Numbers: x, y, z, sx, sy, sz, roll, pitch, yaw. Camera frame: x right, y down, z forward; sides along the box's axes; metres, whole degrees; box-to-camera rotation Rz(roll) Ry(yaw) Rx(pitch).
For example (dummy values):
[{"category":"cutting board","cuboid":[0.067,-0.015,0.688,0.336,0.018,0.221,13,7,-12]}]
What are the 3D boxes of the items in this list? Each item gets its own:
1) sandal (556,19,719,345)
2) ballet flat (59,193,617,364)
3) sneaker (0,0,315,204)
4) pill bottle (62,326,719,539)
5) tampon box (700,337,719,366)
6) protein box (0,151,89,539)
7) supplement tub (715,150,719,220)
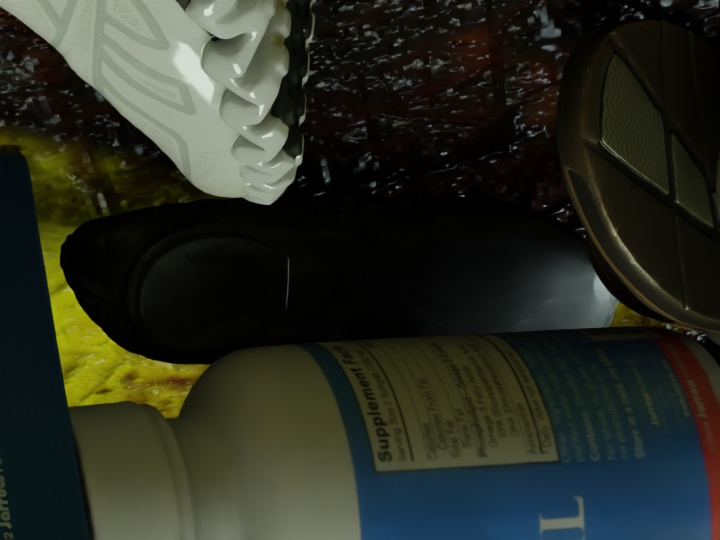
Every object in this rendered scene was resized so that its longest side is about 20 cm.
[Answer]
[{"category":"sandal","cuboid":[0.101,-0.019,0.870,0.054,0.082,0.200,0,170,29]},{"category":"ballet flat","cuboid":[0.000,0.000,0.887,0.199,0.057,0.067,6,107,-35]},{"category":"sneaker","cuboid":[-0.056,-0.078,0.674,0.081,0.076,0.200,-1,154,10]},{"category":"pill bottle","cuboid":[0.008,0.076,0.830,0.199,0.113,0.112,-3,153,-20]},{"category":"tampon box","cuboid":[0.159,0.121,1.071,0.126,0.151,0.200,7,149,-32]},{"category":"protein box","cuboid":[-0.189,0.083,0.782,0.199,0.199,0.135,-1,151,-22]},{"category":"supplement tub","cuboid":[0.214,-0.036,0.777,0.144,0.145,0.200,12,146,-41]}]
